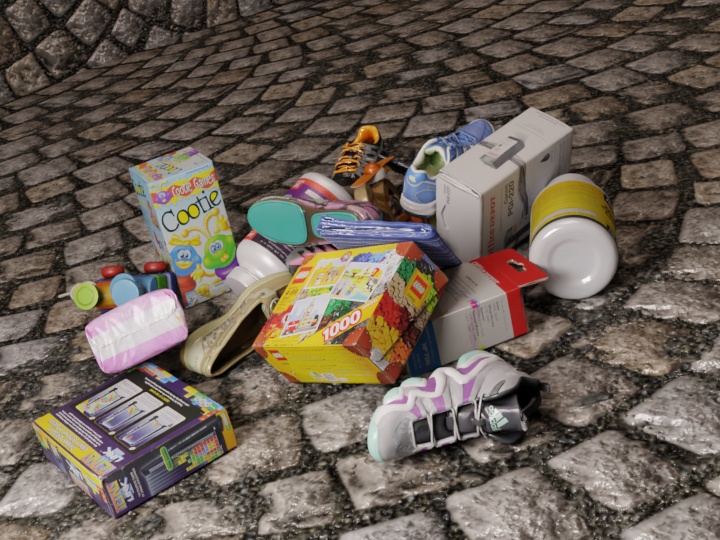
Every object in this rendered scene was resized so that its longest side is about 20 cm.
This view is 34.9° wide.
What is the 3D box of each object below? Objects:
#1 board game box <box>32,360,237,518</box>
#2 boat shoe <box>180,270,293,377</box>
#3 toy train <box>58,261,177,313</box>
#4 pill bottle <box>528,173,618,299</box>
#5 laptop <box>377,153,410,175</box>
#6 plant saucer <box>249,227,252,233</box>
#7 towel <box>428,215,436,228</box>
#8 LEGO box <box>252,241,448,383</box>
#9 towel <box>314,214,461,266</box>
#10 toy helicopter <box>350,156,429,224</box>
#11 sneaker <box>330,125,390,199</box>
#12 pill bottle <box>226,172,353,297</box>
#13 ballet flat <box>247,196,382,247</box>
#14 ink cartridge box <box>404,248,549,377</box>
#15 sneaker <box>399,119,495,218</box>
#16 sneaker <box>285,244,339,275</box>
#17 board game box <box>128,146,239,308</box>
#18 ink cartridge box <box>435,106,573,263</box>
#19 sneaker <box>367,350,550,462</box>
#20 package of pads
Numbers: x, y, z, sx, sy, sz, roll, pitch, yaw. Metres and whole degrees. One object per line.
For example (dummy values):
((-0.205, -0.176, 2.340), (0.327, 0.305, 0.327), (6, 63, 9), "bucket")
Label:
((-0.265, 0.190, 1.332), (0.165, 0.057, 0.200), (-30, 28, -27), "board game box")
((-0.143, 0.075, 1.509), (0.200, 0.073, 0.063), (-40, 40, -26), "boat shoe")
((-0.374, 0.036, 1.637), (0.199, 0.085, 0.116), (-5, -1, 17), "toy train")
((0.278, -0.054, 1.502), (0.111, 0.112, 0.200), (-7, 25, 13), "pill bottle")
((0.144, -0.175, 1.755), (0.199, 0.104, 0.177), (22, 2, 9), "laptop")
((-0.069, -0.068, 1.793), (0.199, 0.048, 0.200), (-11, 24, 7), "plant saucer")
((0.194, -0.085, 1.725), (0.199, 0.023, 0.144), (-15, 24, -6), "towel")
((-0.014, 0.052, 1.358), (0.200, 0.077, 0.149), (-6, 47, 50), "LEGO box")
((0.038, -0.034, 1.386), (0.144, 0.024, 0.200), (3, -9, 14), "towel")
((0.029, -0.100, 1.613), (0.079, 0.133, 0.200), (-19, -7, 15), "toy helicopter")
((-0.010, -0.164, 1.819), (0.078, 0.078, 0.200), (-2, 28, 20), "sneaker")
((-0.097, -0.037, 1.622), (0.112, 0.113, 0.200), (18, 60, 49), "pill bottle")
((-0.056, -0.068, 1.526), (0.199, 0.069, 0.071), (4, 18, 35), "ballet flat")
((0.127, 0.048, 1.417), (0.199, 0.068, 0.116), (-19, 25, -12), "ink cartridge box")
((0.129, -0.155, 1.601), (0.076, 0.077, 0.200), (26, 54, 24), "sneaker")
((0.000, 0.000, 1.546), (0.199, 0.096, 0.079), (-5, 21, -3), "sneaker")
((-0.255, -0.065, 1.699), (0.103, 0.201, 0.105), (-23, 26, -19), "board game box")
((0.201, -0.113, 1.595), (0.200, 0.146, 0.085), (-34, 50, -27), "ink cartridge box")
((0.114, 0.151, 1.191), (0.200, 0.078, 0.140), (-30, 28, -31), "sneaker")
((-0.287, 0.079, 1.472), (0.120, 0.076, 0.200), (-23, 0, -12), "package of pads")
